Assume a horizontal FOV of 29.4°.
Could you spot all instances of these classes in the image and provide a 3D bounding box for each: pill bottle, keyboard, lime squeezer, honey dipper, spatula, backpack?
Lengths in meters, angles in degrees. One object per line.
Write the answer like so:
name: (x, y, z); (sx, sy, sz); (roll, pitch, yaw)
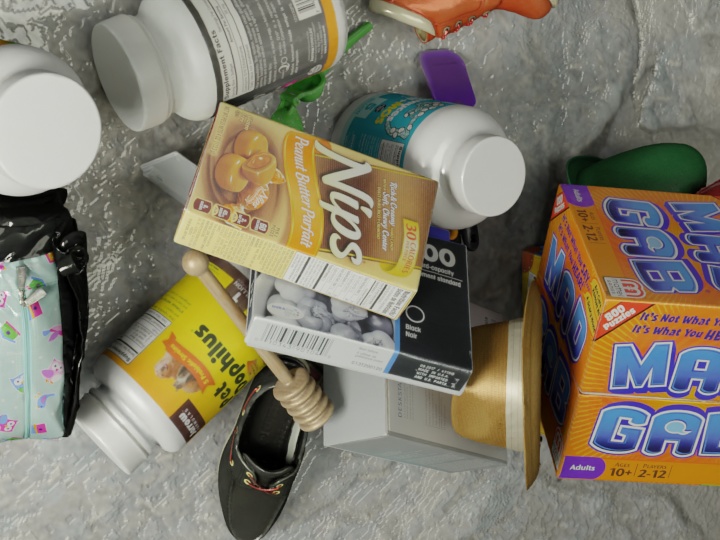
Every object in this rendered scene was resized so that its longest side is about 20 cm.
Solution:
pill bottle: (0.064, -0.100, 1.254); (0.110, 0.199, 0.112); (-8, 106, -31)
keyboard: (-0.110, -0.046, 1.245); (0.200, 0.056, 0.011); (37, 51, -33)
pill bottle: (-0.119, -0.197, 1.167); (0.199, 0.116, 0.117); (-26, 114, -24)
pill bottle: (-0.159, 0.082, 1.212); (0.200, 0.109, 0.110); (-45, 121, -15)
lime squeezer: (-0.045, -0.149, 1.272); (0.070, 0.038, 0.202); (23, 88, -34)
honey dipper: (-0.090, 0.057, 1.166); (0.038, 0.038, 0.201); (-44, 118, -16)
spatula: (0.096, -0.119, 1.355); (0.056, 0.020, 0.202); (-13, 98, -37)
pill bottle: (-0.270, -0.118, 1.039); (0.110, 0.199, 0.112); (-8, 106, -30)
backpack: (-0.283, 0.040, 1.110); (0.125, 0.167, 0.202); (0, 106, -12)

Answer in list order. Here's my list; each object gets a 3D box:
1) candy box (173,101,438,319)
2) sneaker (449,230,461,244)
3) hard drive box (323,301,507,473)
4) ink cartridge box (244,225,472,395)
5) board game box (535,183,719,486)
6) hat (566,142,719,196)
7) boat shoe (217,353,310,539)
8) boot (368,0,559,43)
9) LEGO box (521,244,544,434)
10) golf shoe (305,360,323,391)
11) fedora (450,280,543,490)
candy box: (-0.042, -0.049, 1.133); (0.198, 0.055, 0.116); (19, 57, -9)
sneaker: (0.021, -0.024, 1.327); (0.199, 0.078, 0.078); (15, 86, -41)
hard drive box: (0.055, 0.100, 1.305); (0.199, 0.076, 0.157); (22, 61, -49)
ink cartridge box: (0.000, 0.000, 1.192); (0.196, 0.201, 0.044); (14, 135, -15)
board game box: (0.281, 0.060, 1.295); (0.198, 0.200, 0.201); (4, 122, -8)
hat: (0.336, -0.115, 1.407); (0.199, 0.166, 0.176); (-2, 140, -49)
boat shoe: (-0.092, 0.175, 1.278); (0.073, 0.063, 0.203); (13, 114, -7)
boot: (0.098, -0.263, 1.320); (0.198, 0.075, 0.108); (15, 97, -25)
LEGO box: (0.256, 0.069, 1.490); (0.148, 0.077, 0.202); (-12, 108, -29)
golf shoe: (0.006, 0.111, 1.345); (0.200, 0.072, 0.092); (42, 78, -32)
fedora: (0.124, 0.102, 1.236); (0.081, 0.201, 0.203); (1, 105, 8)
